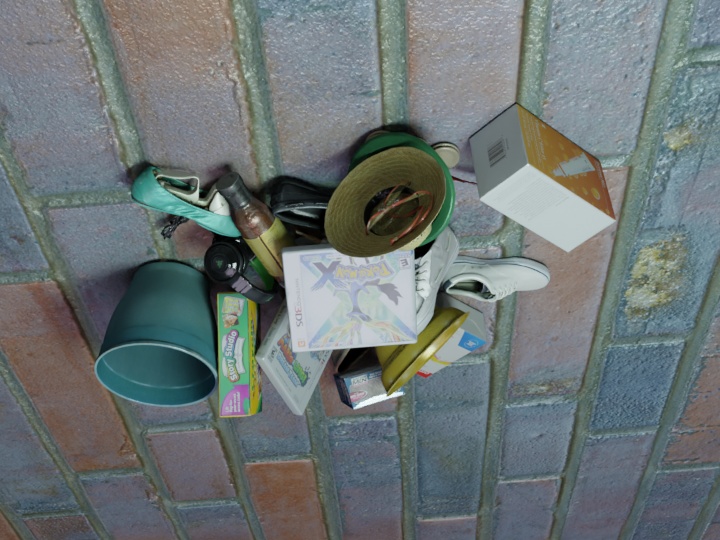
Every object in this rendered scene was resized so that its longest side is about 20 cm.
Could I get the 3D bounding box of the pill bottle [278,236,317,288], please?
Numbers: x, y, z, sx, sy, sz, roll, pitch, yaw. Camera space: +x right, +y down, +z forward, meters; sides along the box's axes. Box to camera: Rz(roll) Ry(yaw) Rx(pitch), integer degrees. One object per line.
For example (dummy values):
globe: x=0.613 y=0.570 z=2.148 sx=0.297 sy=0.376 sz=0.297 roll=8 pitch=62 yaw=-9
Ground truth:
pill bottle: x=-0.043 y=0.031 z=1.768 sx=0.114 sy=0.114 sz=0.200 roll=-26 pitch=138 yaw=26

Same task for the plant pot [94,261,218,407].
plant pot: x=-0.325 y=0.097 z=1.763 sx=0.200 sy=0.188 sz=0.200 roll=2 pitch=143 yaw=1

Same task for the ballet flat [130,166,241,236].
ballet flat: x=-0.248 y=-0.108 z=1.612 sx=0.200 sy=0.067 sz=0.070 roll=18 pitch=123 yaw=-30

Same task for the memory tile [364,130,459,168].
memory tile: x=0.057 y=-0.136 z=1.639 sx=0.153 sy=0.017 sz=0.200 roll=8 pitch=140 yaw=-16

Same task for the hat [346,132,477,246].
hat: x=0.100 y=-0.129 z=1.617 sx=0.200 sy=0.176 sz=0.166 roll=45 pitch=118 yaw=8

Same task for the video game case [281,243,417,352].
video game case: x=-0.014 y=0.040 z=1.630 sx=0.200 sy=0.022 sz=0.183 roll=-5 pitch=120 yaw=-1

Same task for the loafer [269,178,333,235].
loafer: x=-0.043 y=-0.081 z=1.631 sx=0.200 sy=0.070 sz=0.068 roll=15 pitch=140 yaw=-13

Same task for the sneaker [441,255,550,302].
sneaker: x=0.229 y=0.022 z=1.815 sx=0.200 sy=0.071 sz=0.073 roll=2 pitch=142 yaw=-8

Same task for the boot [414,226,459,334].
boot: x=0.089 y=0.007 z=1.694 sx=0.073 sy=0.200 sz=0.096 roll=15 pitch=162 yaw=31

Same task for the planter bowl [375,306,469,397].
planter bowl: x=0.085 y=0.114 z=1.782 sx=0.083 sy=0.200 sz=0.200 roll=44 pitch=137 yaw=10

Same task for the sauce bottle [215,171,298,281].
sauce bottle: x=-0.154 y=-0.069 z=1.631 sx=0.066 sy=0.066 sz=0.200 roll=-17 pitch=131 yaw=16

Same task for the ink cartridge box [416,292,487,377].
ink cartridge box: x=0.120 y=0.130 z=1.949 sx=0.116 sy=0.067 sz=0.200 roll=27 pitch=134 yaw=-33

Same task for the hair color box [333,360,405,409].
hair color box: x=0.013 y=0.209 z=1.953 sx=0.100 sy=0.061 sz=0.200 roll=-16 pitch=178 yaw=-7

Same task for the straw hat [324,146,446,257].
straw hat: x=0.053 y=-0.073 z=1.499 sx=0.201 sy=0.201 sz=0.085 roll=-23 pitch=137 yaw=23

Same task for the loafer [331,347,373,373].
loafer: x=0.013 y=0.121 z=1.932 sx=0.072 sy=0.063 sz=0.200 roll=21 pitch=137 yaw=-27

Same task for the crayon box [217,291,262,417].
crayon box: x=-0.201 y=0.142 z=1.779 sx=0.058 sy=0.200 sz=0.173 roll=-2 pitch=175 yaw=-1

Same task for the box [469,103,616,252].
box: x=0.270 y=-0.134 z=1.570 sx=0.200 sy=0.125 sz=0.097 roll=26 pitch=133 yaw=-34

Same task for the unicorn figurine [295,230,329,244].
unicorn figurine: x=0.000 y=0.000 z=1.677 sx=0.074 sy=0.137 sz=0.200 roll=-11 pitch=105 yaw=40

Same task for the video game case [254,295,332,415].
video game case: x=-0.104 y=0.127 z=1.842 sx=0.024 sy=0.182 sz=0.200 roll=11 pitch=149 yaw=26

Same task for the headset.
headset: x=-0.219 y=-0.019 z=1.688 sx=0.094 sy=0.124 sz=0.200 roll=-40 pitch=106 yaw=18
